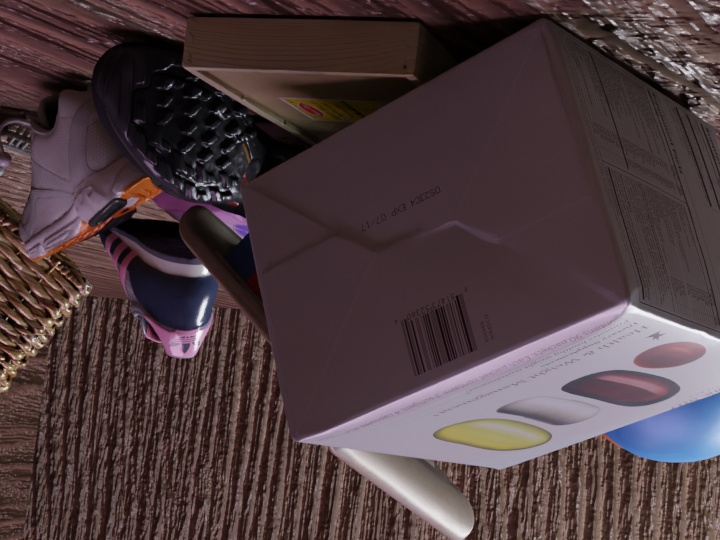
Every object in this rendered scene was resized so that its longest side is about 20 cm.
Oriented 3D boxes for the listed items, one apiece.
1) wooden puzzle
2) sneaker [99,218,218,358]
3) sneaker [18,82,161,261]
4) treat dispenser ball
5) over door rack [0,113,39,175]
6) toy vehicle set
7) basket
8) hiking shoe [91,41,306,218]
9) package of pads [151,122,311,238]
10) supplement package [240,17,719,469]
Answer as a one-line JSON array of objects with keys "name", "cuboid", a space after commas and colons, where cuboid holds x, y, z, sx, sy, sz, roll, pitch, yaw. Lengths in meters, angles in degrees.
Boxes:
[{"name": "wooden puzzle", "cuboid": [-0.010, 0.055, 0.867, 0.200, 0.046, 0.185, 52, -175, 39]}, {"name": "sneaker", "cuboid": [-0.155, 0.007, 1.064, 0.070, 0.083, 0.200, 2, -170, -18]}, {"name": "sneaker", "cuboid": [-0.194, -0.071, 0.979, 0.076, 0.092, 0.200, -28, -178, -33]}, {"name": "treat dispenser ball", "cuboid": [0.277, 0.069, 1.276, 0.200, 0.202, 0.201, 7, 175, 1]}, {"name": "over door rack", "cuboid": [-0.195, -0.069, 1.136, 0.199, 0.067, 0.148, 9, 175, -19]}, {"name": "toy vehicle set", "cuboid": [0.000, -0.097, 0.790, 0.124, 0.027, 0.200, 5, 174, 18]}, {"name": "basket", "cuboid": [-0.333, -0.007, 1.098, 0.200, 0.149, 0.143, 43, 176, -29]}, {"name": "hiking shoe", "cuboid": [-0.109, -0.078, 0.858, 0.100, 0.076, 0.200, 18, 170, 33]}, {"name": "package of pads", "cuboid": [-0.033, -0.056, 1.004, 0.199, 0.076, 0.120, 4, 173, 22]}, {"name": "supplement package", "cuboid": [0.082, 0.002, 0.745, 0.191, 0.148, 0.200, -25, 156, 30]}]
